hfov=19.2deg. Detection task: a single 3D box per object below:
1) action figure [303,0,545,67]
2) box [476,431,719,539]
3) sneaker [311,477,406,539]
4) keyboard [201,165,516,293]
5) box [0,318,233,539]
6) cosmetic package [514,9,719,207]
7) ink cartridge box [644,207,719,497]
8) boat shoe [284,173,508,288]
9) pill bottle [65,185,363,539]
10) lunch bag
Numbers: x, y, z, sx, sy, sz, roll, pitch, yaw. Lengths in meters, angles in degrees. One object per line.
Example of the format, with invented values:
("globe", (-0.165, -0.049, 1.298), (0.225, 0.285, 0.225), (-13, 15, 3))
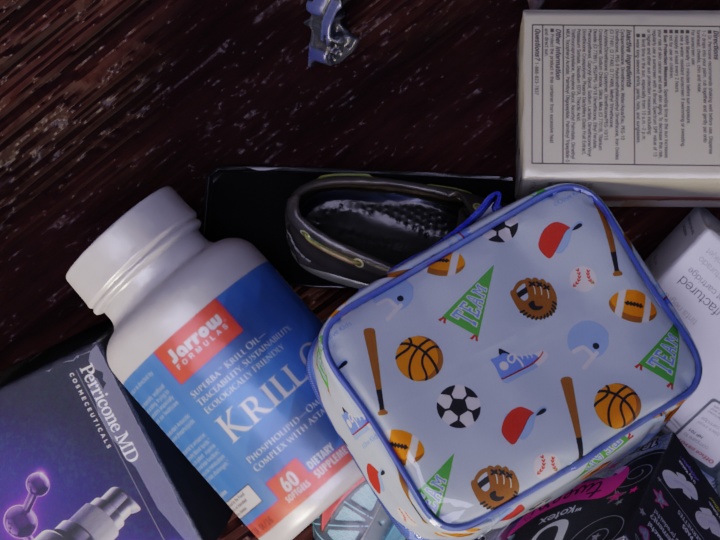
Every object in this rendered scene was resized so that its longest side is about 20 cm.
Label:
("action figure", (0.026, -0.212, 1.250), (0.193, 0.105, 0.200), (21, 128, 9))
("box", (0.118, 0.202, 1.212), (0.200, 0.115, 0.132), (-29, 103, 32))
("sneaker", (0.002, 0.131, 1.319), (0.095, 0.079, 0.200), (32, 94, 9))
("keyboard", (0.000, 0.000, 1.296), (0.200, 0.021, 0.127), (3, 74, 6))
("box", (-0.200, 0.135, 1.317), (0.200, 0.104, 0.148), (-27, 96, 11))
("cosmetic package", (0.189, -0.091, 1.224), (0.200, 0.087, 0.104), (2, 81, 2))
("ink cartridge box", (0.190, 0.085, 1.277), (0.146, 0.086, 0.200), (41, 101, -3))
("boat shoe", (0.053, -0.012, 1.253), (0.201, 0.061, 0.072), (9, 73, 6))
("pill bottle", (-0.076, 0.053, 1.232), (0.112, 0.112, 0.200), (-43, 88, 12))
("lunch bag", (0.079, 0.047, 1.174), (0.200, 0.076, 0.160), (-29, 77, -17))
